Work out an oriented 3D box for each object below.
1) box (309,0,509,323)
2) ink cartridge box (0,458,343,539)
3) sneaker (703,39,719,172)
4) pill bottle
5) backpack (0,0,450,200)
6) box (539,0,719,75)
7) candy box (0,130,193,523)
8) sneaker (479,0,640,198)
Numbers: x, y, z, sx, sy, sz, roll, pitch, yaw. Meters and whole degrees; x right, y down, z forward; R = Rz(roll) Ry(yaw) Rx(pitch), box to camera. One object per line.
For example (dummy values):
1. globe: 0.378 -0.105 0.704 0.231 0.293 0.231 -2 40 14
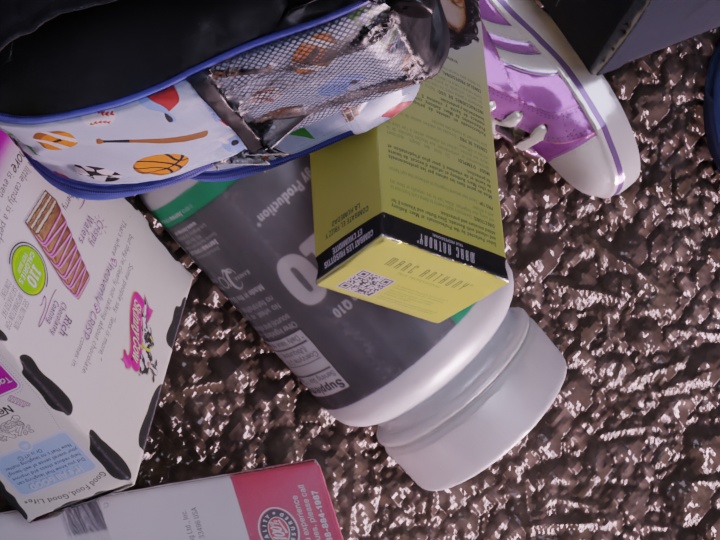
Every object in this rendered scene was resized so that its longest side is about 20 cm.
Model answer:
1. box: 0.016 -0.083 0.760 0.075 0.050 0.201 17 57 -36
2. ink cartridge box: -0.098 0.176 0.755 0.199 0.083 0.147 -7 60 -21
3. sneaker: 0.252 -0.133 0.947 0.074 0.082 0.201 29 78 -19
4. pill bottle: 0.000 0.000 0.819 0.113 0.113 0.200 -46 103 -18
5. backpack: -0.073 -0.122 0.676 0.189 0.154 0.201 -18 60 3
6. box: 0.133 -0.218 0.848 0.147 0.104 0.201 -24 70 -29
7. candy box: -0.159 -0.013 0.718 0.200 0.061 0.137 53 28 -29
8. sneaker: 0.043 -0.093 0.871 0.114 0.073 0.201 -42 91 -16
